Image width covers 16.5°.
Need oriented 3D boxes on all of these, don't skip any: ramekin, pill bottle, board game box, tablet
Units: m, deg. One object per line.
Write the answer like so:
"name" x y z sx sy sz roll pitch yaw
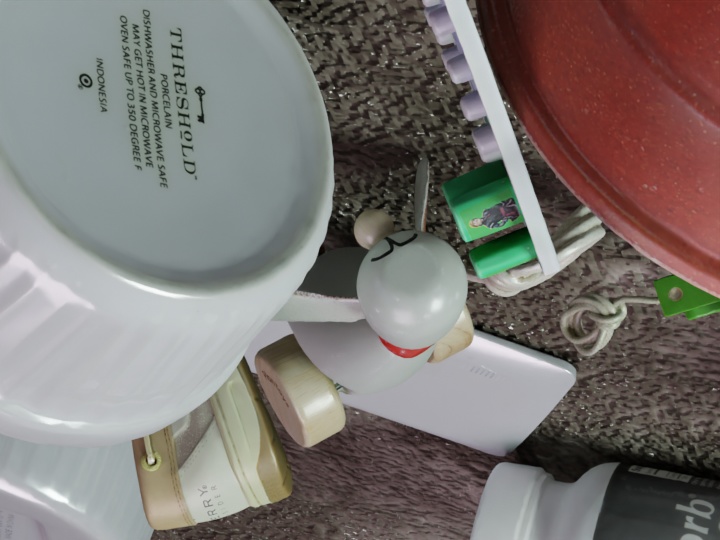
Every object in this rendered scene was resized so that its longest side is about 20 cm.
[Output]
"ramekin" -0.195 0.099 1.349 0.200 0.098 0.201 13 155 6
"pill bottle" 0.158 0.160 1.239 0.200 0.117 0.116 9 154 14
"board game box" -0.003 -0.121 0.693 0.026 0.200 0.200 -21 147 3
"tablet" -0.004 0.040 1.215 0.200 0.014 0.130 20 155 -6
"ramekin" -0.100 -0.044 0.906 0.202 0.203 0.094 29 141 -24

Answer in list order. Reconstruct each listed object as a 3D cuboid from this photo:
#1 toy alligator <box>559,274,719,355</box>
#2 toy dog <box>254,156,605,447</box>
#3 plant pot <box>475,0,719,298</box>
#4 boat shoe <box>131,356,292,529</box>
"toy alligator" 0.163 -0.002 0.989 0.054 0.059 0.200 -16 177 -39
"toy dog" 0.000 0.000 1.045 0.096 0.132 0.200 56 147 6
"plant pot" 0.149 -0.117 0.622 0.200 0.201 0.195 18 147 -3
"boat shoe" -0.092 0.015 1.017 0.066 0.200 0.074 -24 149 -3
